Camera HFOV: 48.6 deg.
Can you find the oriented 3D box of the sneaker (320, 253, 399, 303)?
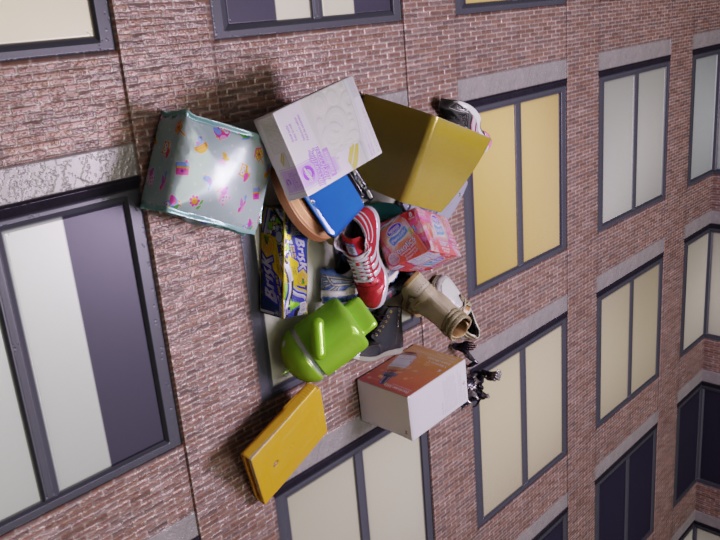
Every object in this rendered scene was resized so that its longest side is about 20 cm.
[{"bbox_3d":[0.000,0.000,1.617,0.199,0.077,0.086,-23,106,-38],"label":"sneaker"}]

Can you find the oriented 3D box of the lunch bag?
[{"bbox_3d":[-0.237,-0.154,1.298,0.199,0.121,0.172,13,89,-42],"label":"lunch bag"}]

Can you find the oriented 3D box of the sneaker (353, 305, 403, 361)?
[{"bbox_3d":[0.021,0.129,1.681,0.199,0.074,0.107,-6,99,-56],"label":"sneaker"}]

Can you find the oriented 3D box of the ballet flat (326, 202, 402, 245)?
[{"bbox_3d":[0.003,-0.094,1.623,0.199,0.069,0.063,-14,137,-42],"label":"ballet flat"}]

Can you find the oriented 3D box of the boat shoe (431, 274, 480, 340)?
[{"bbox_3d":[0.231,0.088,1.891,0.075,0.068,0.201,-53,132,-25],"label":"boat shoe"}]

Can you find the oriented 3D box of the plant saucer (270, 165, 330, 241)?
[{"bbox_3d":[-0.094,-0.151,1.441,0.200,0.032,0.201,46,32,-41],"label":"plant saucer"}]

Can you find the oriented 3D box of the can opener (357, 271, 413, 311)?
[{"bbox_3d":[0.049,0.045,1.690,0.200,0.063,0.079,-36,124,-37],"label":"can opener"}]

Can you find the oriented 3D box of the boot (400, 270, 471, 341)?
[{"bbox_3d":[0.165,0.092,1.717,0.073,0.155,0.200,-45,161,-12],"label":"boot"}]

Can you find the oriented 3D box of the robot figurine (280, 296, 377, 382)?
[{"bbox_3d":[-0.066,0.133,1.519,0.199,0.175,0.116,-36,90,-1],"label":"robot figurine"}]

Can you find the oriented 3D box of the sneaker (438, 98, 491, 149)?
[{"bbox_3d":[0.232,-0.305,1.797,0.200,0.080,0.087,41,70,-43],"label":"sneaker"}]

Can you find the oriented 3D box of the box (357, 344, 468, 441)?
[{"bbox_3d":[0.116,0.262,1.746,0.199,0.152,0.107,-26,118,-41],"label":"box"}]

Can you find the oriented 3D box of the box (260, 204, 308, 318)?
[{"bbox_3d":[-0.140,-0.018,1.467,0.064,0.070,0.202,-9,106,-47],"label":"box"}]

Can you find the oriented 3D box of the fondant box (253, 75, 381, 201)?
[{"bbox_3d":[-0.066,-0.223,1.337,0.200,0.058,0.145,-35,109,-39],"label":"fondant box"}]

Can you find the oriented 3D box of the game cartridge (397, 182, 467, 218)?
[{"bbox_3d":[0.166,-0.167,1.789,0.200,0.041,0.134,-51,128,-26],"label":"game cartridge"}]

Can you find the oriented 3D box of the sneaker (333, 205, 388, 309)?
[{"bbox_3d":[0.001,-0.017,1.508,0.112,0.071,0.202,-29,114,-68],"label":"sneaker"}]

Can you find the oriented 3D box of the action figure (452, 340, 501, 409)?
[{"bbox_3d":[0.278,0.272,1.960,0.119,0.102,0.201,-47,128,-21],"label":"action figure"}]

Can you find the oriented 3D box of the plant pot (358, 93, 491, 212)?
[{"bbox_3d":[0.108,-0.228,1.610,0.199,0.199,0.178,9,104,-48],"label":"plant pot"}]

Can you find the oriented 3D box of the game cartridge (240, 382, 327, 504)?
[{"bbox_3d":[-0.142,0.329,1.535,0.200,0.032,0.177,-47,150,-32],"label":"game cartridge"}]

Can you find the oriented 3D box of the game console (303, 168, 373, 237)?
[{"bbox_3d":[-0.077,-0.184,1.439,0.118,0.171,0.201,-35,112,-5],"label":"game console"}]

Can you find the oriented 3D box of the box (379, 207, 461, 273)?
[{"bbox_3d":[0.121,-0.059,1.636,0.200,0.102,0.095,5,64,-65],"label":"box"}]
